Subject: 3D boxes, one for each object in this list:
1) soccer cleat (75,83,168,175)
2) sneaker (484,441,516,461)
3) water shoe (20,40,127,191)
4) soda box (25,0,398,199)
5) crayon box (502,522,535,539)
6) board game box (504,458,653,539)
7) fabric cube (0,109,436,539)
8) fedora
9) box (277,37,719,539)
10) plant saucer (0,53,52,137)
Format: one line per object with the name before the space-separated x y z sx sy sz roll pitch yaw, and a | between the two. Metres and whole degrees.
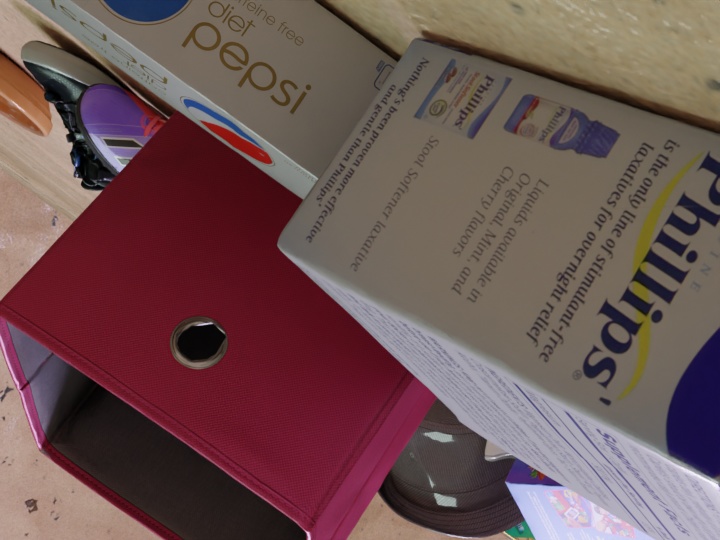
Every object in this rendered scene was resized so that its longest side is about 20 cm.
soccer cleat | -0.129 -0.079 0.944 0.200 0.069 0.073 42 145 -23
sneaker | 0.197 0.183 1.047 0.199 0.089 0.074 30 170 14
water shoe | -0.208 -0.104 0.996 0.071 0.079 0.200 24 167 46
soda box | -0.068 -0.105 0.532 0.199 0.064 0.068 36 172 -7
crayon box | 0.393 0.586 2.593 0.199 0.059 0.119 33 172 7
board game box | 0.216 0.225 0.976 0.133 0.045 0.201 -4 126 38
fabric cube | -0.058 0.044 0.693 0.195 0.200 0.201 32 153 11
fedora | 0.090 0.151 1.139 0.200 0.176 0.091 31 144 56
box | 0.100 0.025 0.476 0.199 0.105 0.184 28 169 39
plant saucer | -0.399 -0.211 1.262 0.199 0.038 0.200 32 172 5
